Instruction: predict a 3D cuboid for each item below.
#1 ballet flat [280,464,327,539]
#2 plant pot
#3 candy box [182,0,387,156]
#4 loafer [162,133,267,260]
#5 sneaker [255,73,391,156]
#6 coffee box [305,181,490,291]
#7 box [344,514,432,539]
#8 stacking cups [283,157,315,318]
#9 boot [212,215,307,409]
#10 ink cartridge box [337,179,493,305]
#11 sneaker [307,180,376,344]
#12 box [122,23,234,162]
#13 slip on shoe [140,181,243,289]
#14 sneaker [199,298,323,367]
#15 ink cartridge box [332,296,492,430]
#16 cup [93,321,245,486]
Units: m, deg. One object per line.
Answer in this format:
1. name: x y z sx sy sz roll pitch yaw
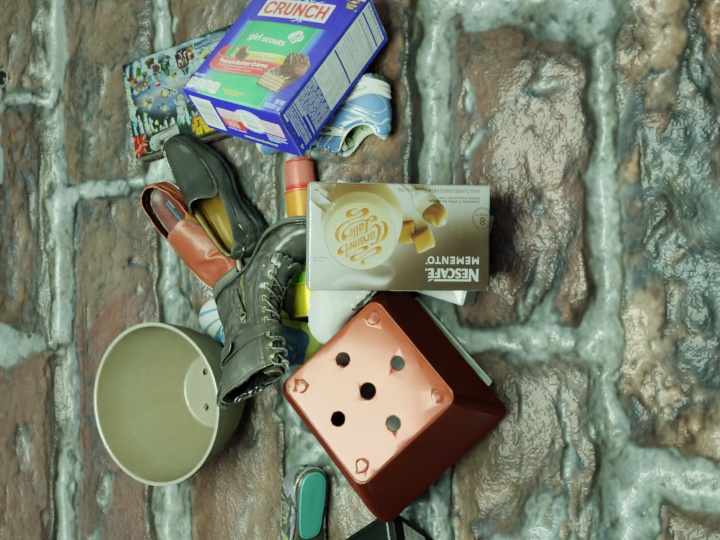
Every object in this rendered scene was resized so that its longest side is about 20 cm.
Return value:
1. ballet flat: -0.079 0.350 1.112 0.070 0.072 0.206 4 92 25
2. plant pot: 0.023 0.141 0.949 0.199 0.176 0.201 -42 73 1
3. candy box: -0.090 -0.253 1.040 0.167 0.078 0.202 20 65 33
4. loafer: -0.203 -0.100 1.139 0.201 0.072 0.073 49 118 8
5. sneaker: -0.049 -0.181 1.081 0.196 0.075 0.079 -17 79 26
6. coffee box: 0.039 -0.037 0.938 0.195 0.080 0.117 1 92 -6
7. box: 0.014 0.413 0.988 0.163 0.086 0.202 -38 32 20
8. stacking cups: -0.068 -0.042 1.101 0.059 0.060 0.205 -6 87 25
9. boot: -0.103 0.051 1.006 0.199 0.069 0.176 -41 41 23
10. ink cartridge box: 0.055 -0.037 1.048 0.196 0.050 0.112 16 97 25
11. sneaker: 0.000 0.000 1.010 0.079 0.076 0.204 23 102 14
12. box: -0.236 -0.243 1.190 0.196 0.040 0.140 -13 86 25
13. slip on shoe: -0.236 -0.046 1.180 0.074 0.061 0.201 -46 74 16
14. sneaker: -0.146 0.078 1.112 0.196 0.105 0.078 12 95 24
15. ink cartridge box: 0.046 0.156 1.056 0.200 0.048 0.146 -43 73 -1
16. cup: -0.231 0.167 1.132 0.196 0.143 0.206 0 90 24
